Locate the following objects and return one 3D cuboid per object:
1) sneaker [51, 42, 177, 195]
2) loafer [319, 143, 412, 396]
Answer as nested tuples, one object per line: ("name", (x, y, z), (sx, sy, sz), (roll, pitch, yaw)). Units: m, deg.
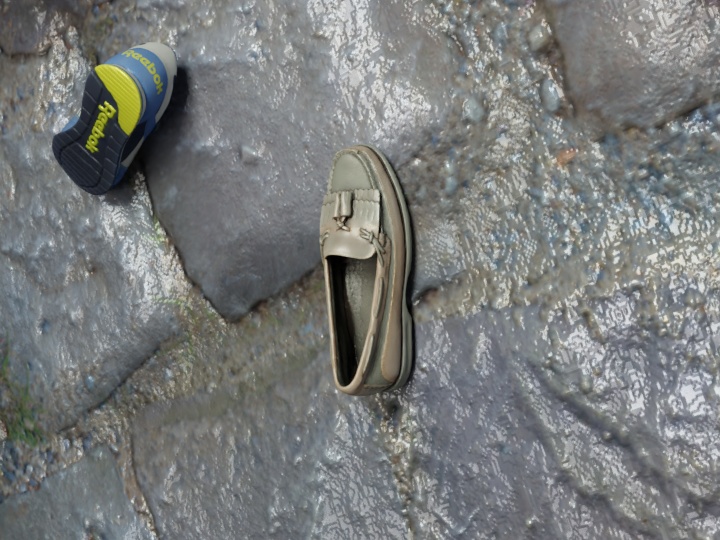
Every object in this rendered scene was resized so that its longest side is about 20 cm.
("sneaker", (-0.220, -0.137, 1.272), (0.074, 0.082, 0.200), (44, 143, -5))
("loafer", (0.000, 0.000, 1.110), (0.071, 0.063, 0.203), (-5, 92, 39))
